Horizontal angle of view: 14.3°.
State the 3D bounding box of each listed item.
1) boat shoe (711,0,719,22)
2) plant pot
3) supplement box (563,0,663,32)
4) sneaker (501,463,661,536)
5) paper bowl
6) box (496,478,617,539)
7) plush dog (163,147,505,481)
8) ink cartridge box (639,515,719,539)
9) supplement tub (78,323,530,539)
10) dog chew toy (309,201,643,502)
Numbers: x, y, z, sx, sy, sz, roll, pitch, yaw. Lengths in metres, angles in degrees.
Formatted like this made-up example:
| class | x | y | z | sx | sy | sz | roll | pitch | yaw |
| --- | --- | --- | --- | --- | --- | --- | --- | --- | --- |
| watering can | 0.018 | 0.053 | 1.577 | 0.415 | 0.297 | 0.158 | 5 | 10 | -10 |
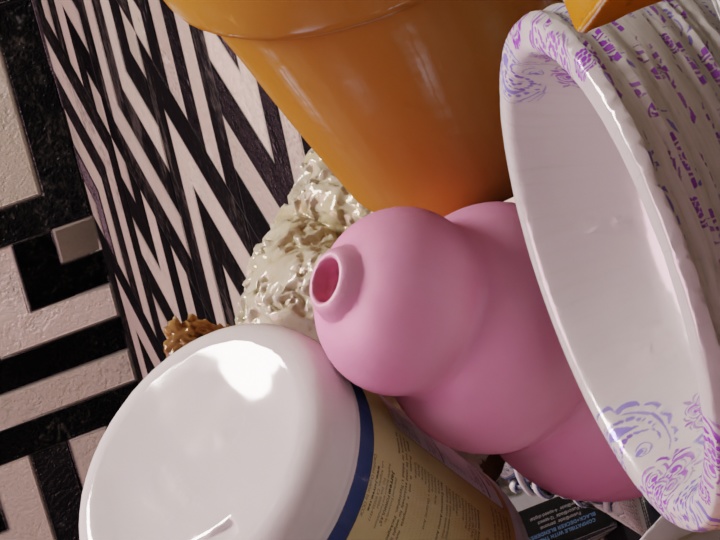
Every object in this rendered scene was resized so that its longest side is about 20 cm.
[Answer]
| class | x | y | z | sx | sy | sz | roll | pitch | yaw |
| --- | --- | --- | --- | --- | --- | --- | --- | --- | --- |
| boat shoe | 0.127 | -0.131 | 0.968 | 0.072 | 0.071 | 0.201 | 90 | 158 | -62 |
| plant pot | 0.019 | -0.130 | 1.236 | 0.184 | 0.199 | 0.200 | 63 | 175 | -34 |
| supplement box | 0.092 | -0.192 | 0.891 | 0.074 | 0.125 | 0.201 | 120 | 130 | -78 |
| sneaker | 0.104 | 0.090 | 1.449 | 0.200 | 0.085 | 0.077 | -128 | 21 | -58 |
| paper bowl | 0.133 | -0.014 | 1.061 | 0.201 | 0.104 | 0.202 | 160 | 90 | -80 |
| box | 0.073 | 0.073 | 1.643 | 0.117 | 0.060 | 0.201 | 112 | 138 | -74 |
| plush dog | 0.000 | 0.000 | 1.398 | 0.172 | 0.159 | 0.201 | -71 | -21 | -52 |
| ink cartridge box | 0.135 | 0.159 | 1.195 | 0.084 | 0.144 | 0.200 | 42 | 161 | 12 |
| supplement tub | -0.013 | 0.128 | 1.272 | 0.200 | 0.144 | 0.145 | 40 | -168 | -41 |
| dog chew toy | 0.066 | 0.026 | 1.223 | 0.124 | 0.199 | 0.125 | -29 | 53 | 47 |
